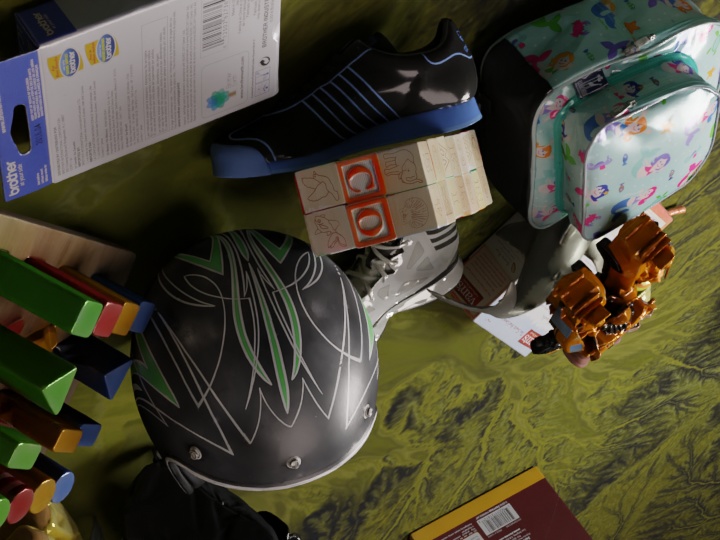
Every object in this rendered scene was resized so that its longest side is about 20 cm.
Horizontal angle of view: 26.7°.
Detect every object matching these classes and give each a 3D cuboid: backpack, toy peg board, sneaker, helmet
[{"bbox_3d":[0.202,-0.137,1.205,0.199,0.151,0.178,-34,149,-17],"label":"backpack"},{"bbox_3d":[-0.210,0.079,0.986,0.201,0.097,0.199,-64,159,2],"label":"toy peg board"},{"bbox_3d":[0.000,0.000,1.252,0.200,0.076,0.116,-34,143,-23],"label":"sneaker"},{"bbox_3d":[-0.076,0.069,1.101,0.199,0.201,0.191,-28,167,-17],"label":"helmet"},{"bbox_3d":[-0.015,-0.120,1.066,0.198,0.070,0.079,-15,102,-9],"label":"sneaker"},{"bbox_3d":[-0.140,0.253,1.346,0.127,0.167,0.200,-49,169,-15],"label":"backpack"}]

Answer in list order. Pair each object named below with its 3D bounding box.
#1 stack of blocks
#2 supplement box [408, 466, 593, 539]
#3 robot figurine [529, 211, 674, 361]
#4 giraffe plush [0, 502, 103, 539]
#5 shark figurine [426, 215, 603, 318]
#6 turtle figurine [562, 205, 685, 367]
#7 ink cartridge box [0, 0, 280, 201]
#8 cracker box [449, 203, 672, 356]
[{"bbox_3d":[0.016,-0.053,1.068,0.114,0.059,0.200,-14,-177,16],"label":"stack of blocks"},{"bbox_3d":[0.186,0.388,1.847,0.196,0.200,0.133,-24,148,-23],"label":"supplement box"},{"bbox_3d":[0.205,0.022,1.263,0.145,0.058,0.200,-40,165,-4],"label":"robot figurine"},{"bbox_3d":[-0.295,0.284,1.255,0.161,0.174,0.200,-27,-175,1],"label":"giraffe plush"},{"bbox_3d":[0.144,-0.014,1.314,0.215,0.089,0.129,-49,145,-28],"label":"shark figurine"},{"bbox_3d":[0.274,0.030,1.570,0.200,0.064,0.162,-48,170,-32],"label":"turtle figurine"},{"bbox_3d":[-0.141,-0.127,0.935,0.199,0.042,0.120,-27,149,-24],"label":"ink cartridge box"},{"bbox_3d":[0.188,-0.019,1.431,0.200,0.058,0.134,-44,149,8],"label":"cracker box"}]
